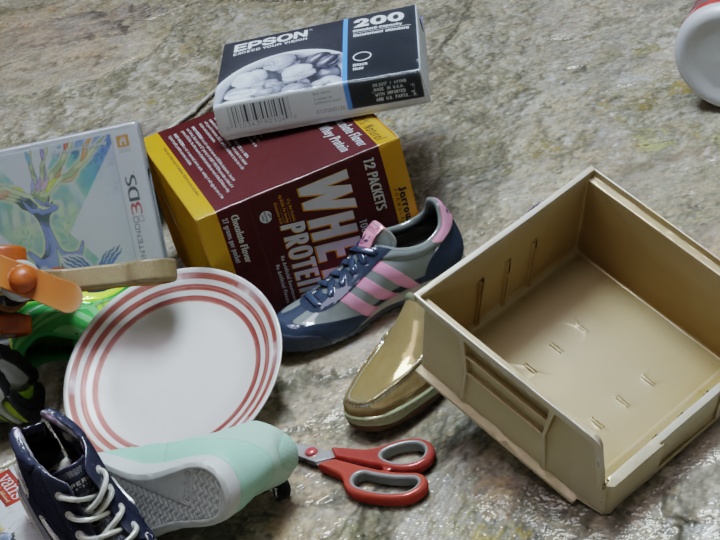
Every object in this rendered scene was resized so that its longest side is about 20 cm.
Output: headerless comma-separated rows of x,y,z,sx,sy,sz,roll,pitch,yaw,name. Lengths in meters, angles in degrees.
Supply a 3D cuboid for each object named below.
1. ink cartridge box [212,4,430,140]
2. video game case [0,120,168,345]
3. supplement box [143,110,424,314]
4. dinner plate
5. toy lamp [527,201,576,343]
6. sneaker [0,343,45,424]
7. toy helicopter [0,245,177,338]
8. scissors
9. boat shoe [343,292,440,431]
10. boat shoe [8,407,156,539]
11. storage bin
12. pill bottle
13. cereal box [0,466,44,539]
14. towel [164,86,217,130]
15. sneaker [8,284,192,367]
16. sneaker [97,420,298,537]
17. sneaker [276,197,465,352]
-0.035,-0.201,1.630,0.197,0.044,0.200,-10,30,6,ink cartridge box
-0.286,-0.032,1.607,0.199,0.183,0.022,-11,2,7,video game case
-0.074,-0.068,1.604,0.199,0.133,0.197,-23,32,-12,supplement box
-0.159,0.086,1.457,0.199,0.024,0.201,-10,54,15,dinner plate
0.162,0.011,1.450,0.058,0.058,0.200,-9,32,10,toy lamp
-0.356,0.079,1.454,0.081,0.200,0.074,-20,44,18,sneaker
-0.258,0.007,1.467,0.199,0.079,0.132,-6,-8,6,toy helicopter
-0.032,0.152,1.352,0.199,0.014,0.073,4,38,25,scissors
0.049,0.051,1.416,0.071,0.076,0.200,12,41,36,boat shoe
-0.194,0.187,1.242,0.075,0.093,0.200,-34,56,-24,boat shoe
0.177,0.052,1.295,0.200,0.094,0.198,-35,58,-28,storage bin
0.397,-0.258,1.717,0.116,0.116,0.200,3,35,28,pill bottle
-0.317,0.237,1.317,0.200,0.040,0.144,-29,34,-21,cereal box
-0.214,-0.117,1.786,0.200,0.035,0.132,-45,7,-36,towel
-0.224,0.056,1.548,0.199,0.074,0.084,-11,49,12,sneaker
-0.140,0.165,1.343,0.200,0.074,0.118,-7,8,37,sneaker
0.000,0.000,1.513,0.200,0.082,0.070,-28,34,-19,sneaker
